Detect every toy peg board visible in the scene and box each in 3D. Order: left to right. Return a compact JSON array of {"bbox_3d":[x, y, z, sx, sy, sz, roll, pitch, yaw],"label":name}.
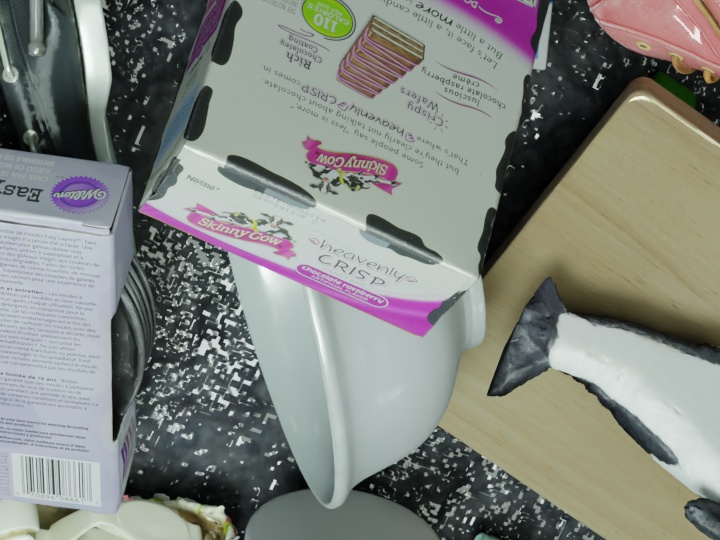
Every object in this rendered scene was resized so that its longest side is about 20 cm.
[{"bbox_3d":[0.159,0.023,1.438,0.200,0.098,0.199,34,117,-7],"label":"toy peg board"}]

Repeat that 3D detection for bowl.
[{"bbox_3d":[0.000,0.000,1.355,0.090,0.201,0.202,-15,111,-10],"label":"bowl"}]

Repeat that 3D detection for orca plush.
[{"bbox_3d":[0.153,0.085,1.369,0.199,0.106,0.071,17,149,-1],"label":"orca plush"}]

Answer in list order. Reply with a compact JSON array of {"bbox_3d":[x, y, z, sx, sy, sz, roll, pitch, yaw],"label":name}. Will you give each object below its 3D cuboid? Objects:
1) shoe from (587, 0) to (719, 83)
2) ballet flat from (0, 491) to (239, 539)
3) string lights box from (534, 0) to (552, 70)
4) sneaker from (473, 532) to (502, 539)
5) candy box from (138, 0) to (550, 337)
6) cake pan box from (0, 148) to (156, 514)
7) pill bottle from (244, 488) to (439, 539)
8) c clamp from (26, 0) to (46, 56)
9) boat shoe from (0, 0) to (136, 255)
[{"bbox_3d":[0.172,-0.111,1.366,0.091,0.071,0.201,-26,98,36],"label":"shoe"},{"bbox_3d":[-0.148,0.126,1.428,0.199,0.076,0.064,3,151,-26],"label":"ballet flat"},{"bbox_3d":[0.041,-0.196,1.363,0.102,0.059,0.201,2,109,-9],"label":"string lights box"},{"bbox_3d":[0.118,0.165,1.491,0.200,0.074,0.118,-34,117,6],"label":"sneaker"},{"bbox_3d":[0.000,-0.089,1.266,0.136,0.201,0.061,25,145,-12],"label":"candy box"},{"bbox_3d":[-0.193,0.022,1.348,0.199,0.052,0.185,7,135,6],"label":"cake pan box"},{"bbox_3d":[-0.022,0.216,1.455,0.113,0.114,0.201,3,117,-10],"label":"pill bottle"},{"bbox_3d":[-0.229,-0.190,1.315,0.199,0.027,0.172,6,89,-7],"label":"c clamp"},{"bbox_3d":[-0.139,-0.047,1.384,0.060,0.076,0.201,-9,98,-6],"label":"boat shoe"}]
